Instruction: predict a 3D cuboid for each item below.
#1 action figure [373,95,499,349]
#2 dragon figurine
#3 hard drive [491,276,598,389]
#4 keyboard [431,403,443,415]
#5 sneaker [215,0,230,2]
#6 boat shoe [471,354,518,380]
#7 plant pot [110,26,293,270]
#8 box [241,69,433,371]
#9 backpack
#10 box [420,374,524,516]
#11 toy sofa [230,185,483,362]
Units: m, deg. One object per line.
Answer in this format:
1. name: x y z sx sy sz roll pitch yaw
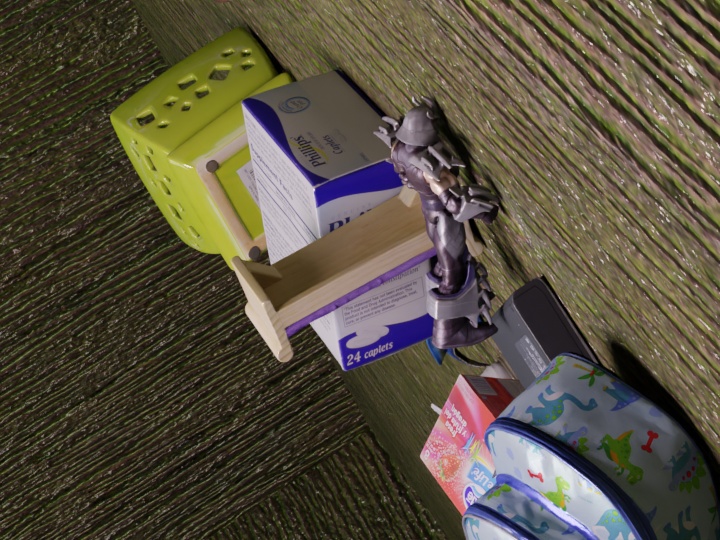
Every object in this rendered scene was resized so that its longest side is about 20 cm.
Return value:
1. action figure: 0.064 -0.045 1.406 0.130 0.069 0.202 -119 14 -60
2. dragon figurine: 0.082 0.050 1.789 0.201 0.059 0.099 63 173 -30
3. hard drive: 0.157 0.083 1.458 0.140 0.033 0.200 57 174 6
4. keyboard: 0.131 0.187 1.819 0.056 0.011 0.200 40 177 41
5. sneaker: -0.196 -0.332 2.042 0.071 0.075 0.200 61 174 -30
6. boat shoe: 0.130 0.131 1.769 0.075 0.068 0.200 56 174 7
7. plant pot: -0.141 -0.131 2.095 0.181 0.198 0.201 39 161 55
8. box: -0.018 -0.049 1.659 0.184 0.104 0.202 -130 25 -51
9. backpack: 0.163 0.175 1.266 0.182 0.147 0.201 31 149 40
10. box: 0.151 0.188 1.577 0.102 0.095 0.200 7 -150 -35
11. toy sofa: 0.000 0.000 1.528 0.083 0.199 0.098 49 164 52
